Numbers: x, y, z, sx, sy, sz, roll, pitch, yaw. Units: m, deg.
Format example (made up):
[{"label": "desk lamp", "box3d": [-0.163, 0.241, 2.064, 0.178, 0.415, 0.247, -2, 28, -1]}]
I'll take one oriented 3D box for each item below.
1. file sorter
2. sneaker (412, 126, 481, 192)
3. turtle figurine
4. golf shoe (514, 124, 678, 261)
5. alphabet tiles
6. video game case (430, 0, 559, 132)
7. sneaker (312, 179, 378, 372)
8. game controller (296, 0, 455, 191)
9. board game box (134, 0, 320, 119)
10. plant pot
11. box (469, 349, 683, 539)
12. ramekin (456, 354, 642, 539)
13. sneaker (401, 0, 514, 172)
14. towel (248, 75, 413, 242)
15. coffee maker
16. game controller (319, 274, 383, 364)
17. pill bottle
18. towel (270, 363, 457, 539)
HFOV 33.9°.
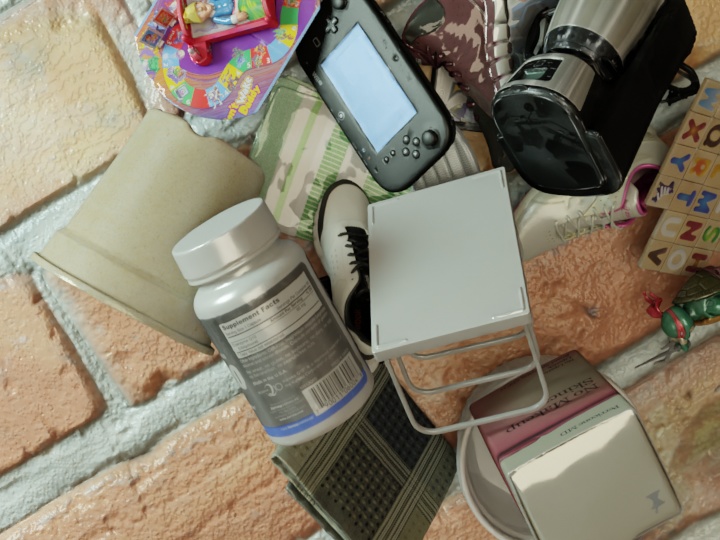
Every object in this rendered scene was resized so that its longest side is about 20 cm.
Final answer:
[{"label": "file sorter", "box3d": [0.091, 0.028, 1.090, 0.137, 0.202, 0.125, -14, 130, 11]}, {"label": "sneaker", "box3d": [0.099, -0.059, 1.211, 0.072, 0.071, 0.203, -13, 108, 10]}, {"label": "turtle figurine", "box3d": [0.376, 0.041, 1.213, 0.198, 0.150, 0.102, -28, 107, -12]}, {"label": "golf shoe", "box3d": [0.235, -0.070, 1.204, 0.199, 0.092, 0.075, -40, 137, 4]}, {"label": "alphabet tiles", "box3d": [0.358, -0.086, 1.203, 0.165, 0.008, 0.202, 7, 114, -36]}, {"label": "video game case", "box3d": [0.167, -0.240, 1.211, 0.178, 0.026, 0.203, 6, 99, -5]}, {"label": "sneaker", "box3d": [0.000, 0.000, 1.159, 0.073, 0.080, 0.203, -1, 70, -17]}, {"label": "game controller", "box3d": [0.012, -0.178, 1.152, 0.104, 0.042, 0.201, -39, 74, 26]}, {"label": "board game box", "box3d": [-0.136, -0.250, 1.153, 0.157, 0.039, 0.201, 35, 98, 13]}, {"label": "plant pot", "box3d": [-0.189, -0.046, 1.148, 0.199, 0.200, 0.185, 29, 86, -8]}, {"label": "box", "box3d": [0.190, 0.169, 1.085, 0.127, 0.200, 0.110, -27, 101, 1]}, {"label": "ramekin", "box3d": [0.193, 0.184, 1.243, 0.197, 0.105, 0.204, -1, 100, -4]}, {"label": "sneaker", "box3d": [0.096, -0.194, 1.174, 0.114, 0.076, 0.203, -6, 94, 7]}, {"label": "towel", "box3d": [-0.018, -0.097, 1.223, 0.197, 0.023, 0.155, 19, 98, -7]}, {"label": "coffee maker", "box3d": [0.233, -0.168, 1.112, 0.191, 0.134, 0.201, 38, 66, -14]}, {"label": "game controller", "box3d": [-0.044, 0.064, 1.190, 0.198, 0.042, 0.105, -19, 76, -36]}, {"label": "pill bottle", "box3d": [-0.080, 0.045, 1.061, 0.113, 0.114, 0.202, -29, 104, 1]}, {"label": "towel", "box3d": [0.006, 0.194, 1.207, 0.034, 0.200, 0.193, -29, 106, 41]}]
